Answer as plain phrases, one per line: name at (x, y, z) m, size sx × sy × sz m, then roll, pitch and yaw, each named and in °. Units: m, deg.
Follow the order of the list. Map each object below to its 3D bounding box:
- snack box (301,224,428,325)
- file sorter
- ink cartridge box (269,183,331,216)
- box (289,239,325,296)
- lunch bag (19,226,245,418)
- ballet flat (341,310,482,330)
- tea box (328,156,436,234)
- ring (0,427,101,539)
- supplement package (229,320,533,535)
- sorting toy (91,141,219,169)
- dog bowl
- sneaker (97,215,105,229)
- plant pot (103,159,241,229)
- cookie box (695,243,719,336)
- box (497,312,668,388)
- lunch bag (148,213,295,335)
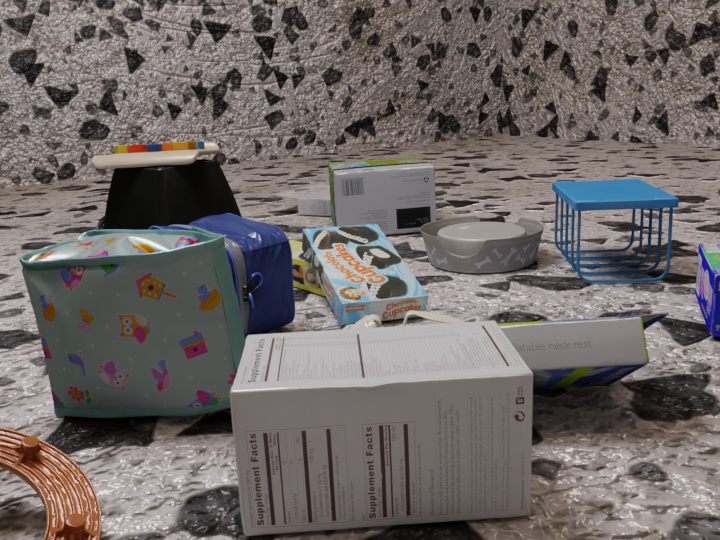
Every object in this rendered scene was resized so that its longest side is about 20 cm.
snack box at (0.000, 0.000, 0.978) m, size 0.116 × 0.037 × 0.200 m, roll -5°, pitch 32°, yaw -19°
file sorter at (0.378, -0.065, 1.095) m, size 0.139 × 0.123 × 0.200 m, roll -2°, pitch 14°, yaw 6°
ink cartridge box at (-0.094, -0.176, 1.770) m, size 0.176 × 0.045 × 0.200 m, roll 7°, pitch 17°, yaw 31°
box at (-0.083, -0.007, 1.116) m, size 0.075 × 0.050 × 0.200 m, roll -16°, pitch 19°, yaw -38°
lunch bag at (-0.199, 0.048, 0.689) m, size 0.200 × 0.171 × 0.122 m, roll -2°, pitch 16°, yaw 20°
ballet flat at (0.036, 0.074, 0.753) m, size 0.200 × 0.070 × 0.069 m, roll -3°, pitch 15°, yaw 2°
tea box at (0.041, -0.155, 1.489) m, size 0.200 × 0.134 × 0.197 m, roll -5°, pitch 14°, yaw -7°
ring at (-0.266, 0.157, 0.451) m, size 0.200 × 0.019 × 0.200 m, roll 14°, pitch 23°, yaw -6°
supplement package at (0.013, 0.110, 0.530) m, size 0.200 × 0.110 × 0.114 m, roll -3°, pitch 15°, yaw -1°
sorting toy at (-0.367, -0.218, 1.313) m, size 0.185 × 0.037 × 0.200 m, roll -3°, pitch 15°, yaw 2°
dog bowl at (0.199, -0.045, 1.184) m, size 0.200 × 0.059 × 0.200 m, roll -3°, pitch 14°, yaw 1°
sneaker at (-0.489, -0.087, 1.514) m, size 0.200 × 0.077 × 0.082 m, roll 12°, pitch 48°, yaw 48°
plant pot at (-0.345, -0.109, 1.312) m, size 0.199 × 0.178 × 0.200 m, roll 8°, pitch 19°, yaw 38°
cookie box at (0.504, 0.022, 0.828) m, size 0.200 × 0.075 × 0.171 m, roll 3°, pitch 15°, yaw 19°
box at (0.160, 0.078, 0.648) m, size 0.200 × 0.048 × 0.122 m, roll -3°, pitch -17°, yaw 1°
lunch bag at (-0.180, 0.012, 0.897) m, size 0.132 × 0.136 × 0.200 m, roll -16°, pitch 20°, yaw -38°
